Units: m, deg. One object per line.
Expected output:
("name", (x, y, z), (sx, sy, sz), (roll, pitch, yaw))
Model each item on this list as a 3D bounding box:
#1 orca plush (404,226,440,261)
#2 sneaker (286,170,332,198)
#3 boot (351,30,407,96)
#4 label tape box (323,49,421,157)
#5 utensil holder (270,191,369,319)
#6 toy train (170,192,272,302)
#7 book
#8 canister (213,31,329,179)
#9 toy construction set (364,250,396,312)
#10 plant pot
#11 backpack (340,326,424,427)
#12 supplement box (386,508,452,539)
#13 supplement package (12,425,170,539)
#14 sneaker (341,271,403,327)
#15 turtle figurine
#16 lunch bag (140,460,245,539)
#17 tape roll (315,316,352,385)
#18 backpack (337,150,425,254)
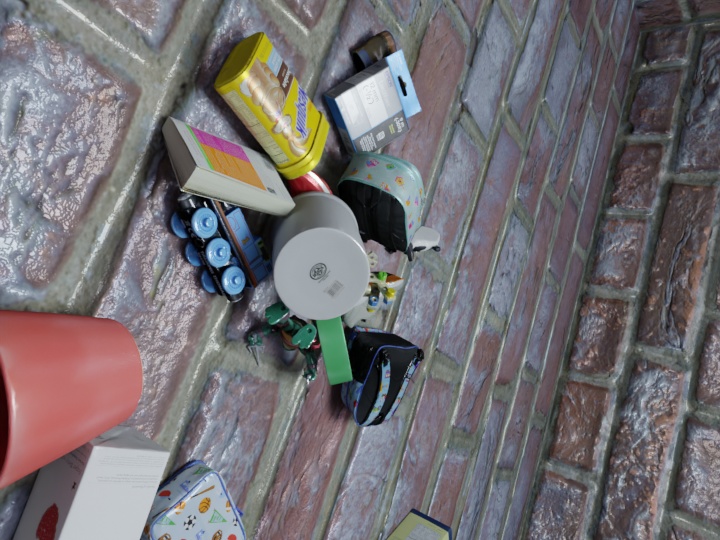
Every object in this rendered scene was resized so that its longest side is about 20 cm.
("orca plush", (0.143, -0.057, 1.316), (0.071, 0.105, 0.200), (-54, 179, 28))
("sneaker", (-0.104, -0.102, 1.005), (0.116, 0.078, 0.201), (-59, 135, -26))
("boot", (0.042, -0.410, 1.143), (0.096, 0.074, 0.202), (-31, 119, -25))
("label tape box", (0.041, -0.346, 1.083), (0.199, 0.066, 0.144), (-32, 125, -9))
("utensil holder", (-0.074, -0.031, 0.901), (0.167, 0.200, 0.173), (-3, 112, -7))
("toy train", (-0.227, -0.048, 0.857), (0.114, 0.086, 0.202), (-46, 126, -40))
("book", (-0.208, -0.165, 0.833), (0.048, 0.134, 0.199), (-45, 147, 24))
("canister", (-0.147, -0.281, 0.890), (0.200, 0.086, 0.150), (50, 39, -40))
("toy construction set", (0.000, 0.000, 1.095), (0.129, 0.201, 0.093), (10, 116, -11))
("plant pot", (-0.385, 0.140, 0.635), (0.177, 0.198, 0.204), (-4, 101, -60))
("backpack", (0.031, 0.247, 1.190), (0.181, 0.134, 0.203), (10, 102, -49))
("supplement box", (0.154, 0.835, 1.450), (0.199, 0.133, 0.203), (-25, 116, -45))
("supplement package", (-0.377, 0.329, 0.717), (0.119, 0.120, 0.203), (29, 74, -49))
("sneaker", (0.023, 0.067, 1.205), (0.198, 0.075, 0.093), (-20, 120, -39))
("turtle figurine", (-0.135, 0.131, 0.970), (0.201, 0.148, 0.102), (111, 1, -62))
("lunch bag", (-0.284, 0.443, 0.891), (0.160, 0.075, 0.203), (-37, 123, -43))
("tape roll", (-0.058, 0.120, 1.021), (0.047, 0.201, 0.203), (-11, 112, -4))
("backpack", (0.044, -0.152, 1.065), (0.155, 0.174, 0.201), (-60, 159, -18))
